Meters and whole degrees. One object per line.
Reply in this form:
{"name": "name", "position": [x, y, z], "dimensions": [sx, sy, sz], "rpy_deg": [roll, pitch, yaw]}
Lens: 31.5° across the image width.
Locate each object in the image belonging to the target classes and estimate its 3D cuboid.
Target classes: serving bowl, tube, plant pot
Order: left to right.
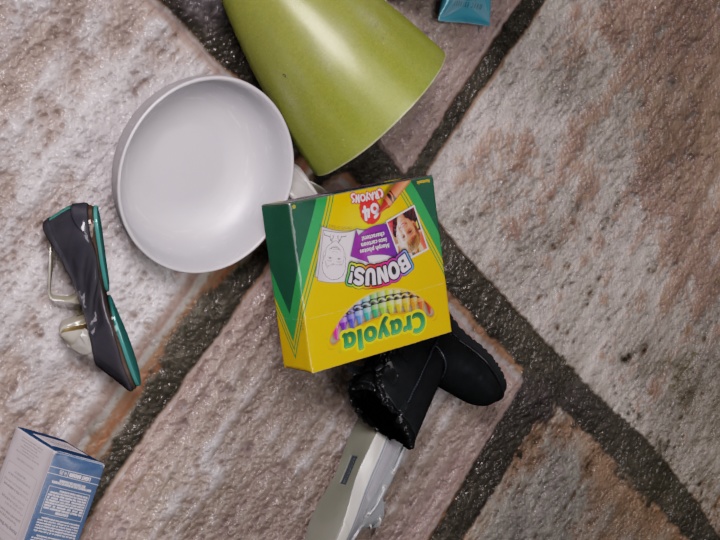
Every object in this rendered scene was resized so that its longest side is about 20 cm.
{"name": "serving bowl", "position": [-0.167, -0.103, 1.295], "dimensions": [0.198, 0.066, 0.203], "rpy_deg": [-14, 115, -31]}
{"name": "plant pot", "position": [-0.045, -0.235, 1.319], "dimensions": [0.200, 0.187, 0.188], "rpy_deg": [46, 70, -16]}
{"name": "tube", "position": [0.132, -0.391, 1.490], "dimensions": [0.077, 0.050, 0.203], "rpy_deg": [1, 102, -28]}

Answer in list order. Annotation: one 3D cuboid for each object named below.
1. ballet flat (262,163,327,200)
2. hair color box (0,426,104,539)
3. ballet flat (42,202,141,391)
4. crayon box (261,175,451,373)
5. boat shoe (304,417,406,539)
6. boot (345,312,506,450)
{"name": "ballet flat", "position": [-0.032, -0.041, 1.416], "dimensions": [0.070, 0.069, 0.200], "rpy_deg": [-52, 121, -17]}
{"name": "hair color box", "position": [-0.322, 0.263, 1.226], "dimensions": [0.060, 0.100, 0.202], "rpy_deg": [23, 84, -36]}
{"name": "ballet flat", "position": [-0.270, 0.031, 1.257], "dimensions": [0.072, 0.073, 0.203], "rpy_deg": [-24, 116, -30]}
{"name": "crayon box", "position": [0.000, 0.000, 1.357], "dimensions": [0.198, 0.058, 0.175], "rpy_deg": [-14, 98, -37]}
{"name": "boat shoe", "position": [0.002, 0.264, 1.475], "dimensions": [0.071, 0.070, 0.203], "rpy_deg": [32, 75, -28]}
{"name": "boot", "position": [0.078, 0.135, 1.483], "dimensions": [0.199, 0.073, 0.163], "rpy_deg": [49, 49, -23]}
